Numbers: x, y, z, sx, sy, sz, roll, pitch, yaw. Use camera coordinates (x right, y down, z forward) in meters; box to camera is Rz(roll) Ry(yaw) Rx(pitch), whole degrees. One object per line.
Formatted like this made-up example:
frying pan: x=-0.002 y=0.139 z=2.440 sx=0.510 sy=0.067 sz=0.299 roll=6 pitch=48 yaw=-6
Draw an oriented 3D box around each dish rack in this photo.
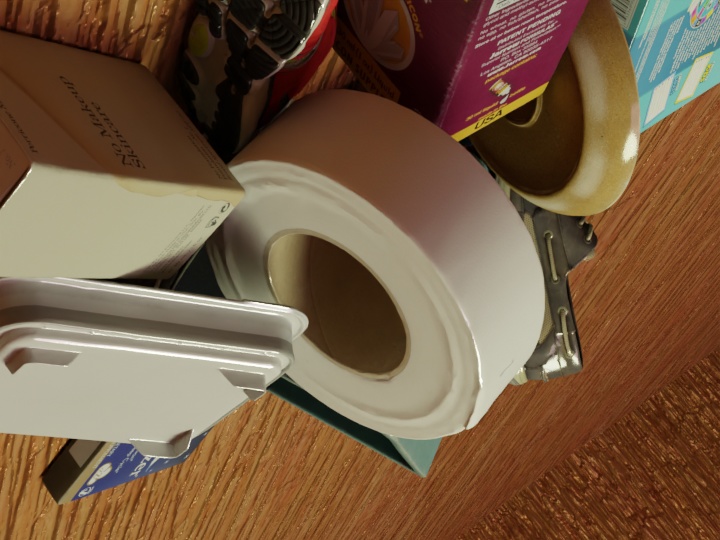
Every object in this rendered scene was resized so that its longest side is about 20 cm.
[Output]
dish rack: x=-0.143 y=0.062 z=0.905 sx=0.198 sy=0.044 sz=0.171 roll=10 pitch=151 yaw=-32

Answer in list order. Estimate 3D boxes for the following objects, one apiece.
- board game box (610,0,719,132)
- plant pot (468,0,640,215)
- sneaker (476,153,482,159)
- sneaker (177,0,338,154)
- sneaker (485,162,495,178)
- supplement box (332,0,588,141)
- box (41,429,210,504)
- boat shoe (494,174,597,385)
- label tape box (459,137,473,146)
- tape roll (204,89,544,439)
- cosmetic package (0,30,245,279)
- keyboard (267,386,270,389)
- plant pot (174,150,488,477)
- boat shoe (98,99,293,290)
board game box: x=0.209 y=-0.171 z=1.052 sx=0.199 sy=0.047 sz=0.152 roll=-32 pitch=151 yaw=-38
plant pot: x=0.102 y=-0.125 z=1.010 sx=0.027 sy=0.201 sz=0.201 roll=-23 pitch=158 yaw=-24
sneaker: x=0.098 y=-0.055 z=1.391 sx=0.199 sy=0.076 sz=0.079 roll=-38 pitch=165 yaw=-8
sneaker: x=-0.045 y=-0.144 z=0.883 sx=0.085 sy=0.077 sz=0.200 roll=-36 pitch=174 yaw=-29
sneaker: x=0.145 y=-0.091 z=1.206 sx=0.200 sy=0.078 sz=0.090 roll=-42 pitch=172 yaw=31
supplement box: x=0.055 y=-0.179 z=0.886 sx=0.103 sy=0.131 sz=0.201 roll=-29 pitch=159 yaw=-25
box: x=-0.166 y=0.129 z=1.361 sx=0.121 sy=0.032 sz=0.199 roll=-50 pitch=162 yaw=28
boat shoe: x=0.133 y=-0.019 z=1.145 sx=0.072 sy=0.203 sz=0.075 roll=1 pitch=-170 yaw=8
label tape box: x=0.136 y=-0.163 z=1.219 sx=0.144 sy=0.063 sz=0.199 roll=-47 pitch=161 yaw=23
tape roll: x=0.006 y=0.000 z=0.920 sx=0.071 sy=0.202 sz=0.203 roll=-45 pitch=169 yaw=-34
cosmetic package: x=-0.152 y=-0.056 z=0.800 sx=0.073 sy=0.104 sz=0.200 roll=-45 pitch=164 yaw=16
keyboard: x=-0.162 y=0.073 z=1.086 sx=0.198 sy=0.040 sz=0.104 roll=-9 pitch=177 yaw=37
plant pot: x=0.000 y=0.000 z=1.126 sx=0.202 sy=0.194 sz=0.196 roll=-60 pitch=165 yaw=-8
boat shoe: x=-0.095 y=-0.037 z=0.987 sx=0.200 sy=0.057 sz=0.067 roll=-50 pitch=175 yaw=-17
